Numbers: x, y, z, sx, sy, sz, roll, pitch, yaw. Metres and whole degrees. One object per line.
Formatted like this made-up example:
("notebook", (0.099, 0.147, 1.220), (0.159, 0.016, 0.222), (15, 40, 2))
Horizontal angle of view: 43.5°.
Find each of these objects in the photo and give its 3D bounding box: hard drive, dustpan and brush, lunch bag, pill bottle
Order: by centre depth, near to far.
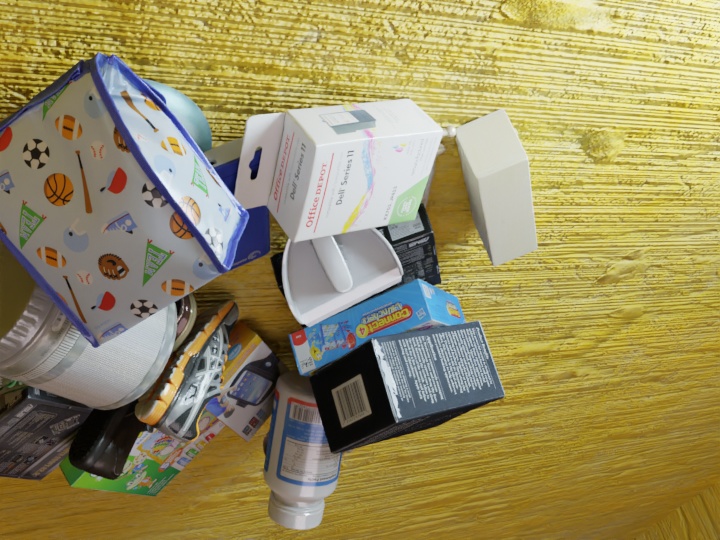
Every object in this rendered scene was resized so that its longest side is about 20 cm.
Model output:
("lunch bag", (-0.222, -0.066, 0.788), (0.168, 0.125, 0.201), (-29, 116, 19))
("hard drive", (-0.158, -0.054, 0.959), (0.130, 0.026, 0.201), (-24, 155, -17))
("dustpan and brush", (-0.045, -0.040, 1.007), (0.137, 0.057, 0.203), (-25, 107, 3))
("pill bottle", (-0.080, 0.255, 1.283), (0.110, 0.112, 0.205), (2, 105, -32))

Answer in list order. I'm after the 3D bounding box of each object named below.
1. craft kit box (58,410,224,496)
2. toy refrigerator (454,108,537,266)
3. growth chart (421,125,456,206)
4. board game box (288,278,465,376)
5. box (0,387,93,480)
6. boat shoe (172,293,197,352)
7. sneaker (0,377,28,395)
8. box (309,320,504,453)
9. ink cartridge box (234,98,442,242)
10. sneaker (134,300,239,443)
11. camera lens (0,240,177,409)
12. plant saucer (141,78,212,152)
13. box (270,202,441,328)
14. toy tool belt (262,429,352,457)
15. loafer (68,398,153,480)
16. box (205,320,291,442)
("craft kit box", (-0.286, 0.228, 1.266), (0.200, 0.049, 0.197), (-46, 149, 5))
("toy refrigerator", (0.167, -0.094, 1.076), (0.069, 0.077, 0.201), (-21, 148, 3))
("growth chart", (0.025, -0.089, 1.057), (0.141, 0.018, 0.202), (-9, 147, -18))
("board game box", (0.030, 0.086, 1.228), (0.193, 0.057, 0.199), (-24, 164, 17))
("box", (-0.442, 0.211, 1.217), (0.199, 0.049, 0.157), (-36, 147, 24))
("boat shoe", (-0.286, 0.078, 1.086), (0.197, 0.074, 0.072), (-26, 150, 21))
("sneaker", (-0.394, 0.114, 1.030), (0.195, 0.089, 0.079), (-15, 108, -6))
("box", (0.061, 0.150, 1.170), (0.197, 0.109, 0.148), (-5, 160, -40))
("ink cartridge box", (-0.023, -0.100, 0.910), (0.196, 0.068, 0.119), (-12, 135, -33))
("sneaker", (-0.197, 0.120, 1.100), (0.077, 0.202, 0.078), (45, 139, -21))
("camera lens", (-0.300, 0.045, 0.932), (0.158, 0.162, 0.199), (-31, 146, 18))
("plant saucer", (-0.238, -0.103, 0.875), (0.196, 0.028, 0.202), (-15, 149, -9))
("box", (0.000, 0.000, 1.131), (0.196, 0.044, 0.161), (-20, 156, 2))
("toy tool belt", (-0.050, 0.236, 1.403), (0.201, 0.125, 0.123), (-50, 163, 7))
("loafer", (-0.286, 0.171, 1.125), (0.072, 0.202, 0.072), (-4, 135, 40))
("box", (-0.159, 0.164, 1.271), (0.119, 0.041, 0.201), (-49, 148, -10))
